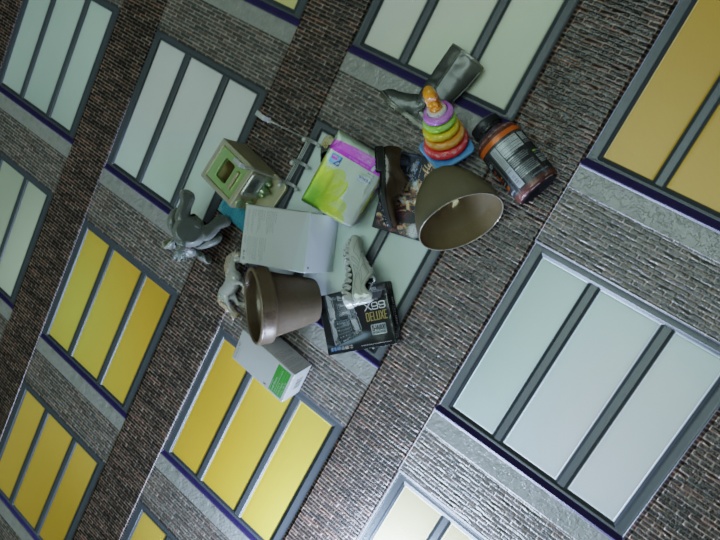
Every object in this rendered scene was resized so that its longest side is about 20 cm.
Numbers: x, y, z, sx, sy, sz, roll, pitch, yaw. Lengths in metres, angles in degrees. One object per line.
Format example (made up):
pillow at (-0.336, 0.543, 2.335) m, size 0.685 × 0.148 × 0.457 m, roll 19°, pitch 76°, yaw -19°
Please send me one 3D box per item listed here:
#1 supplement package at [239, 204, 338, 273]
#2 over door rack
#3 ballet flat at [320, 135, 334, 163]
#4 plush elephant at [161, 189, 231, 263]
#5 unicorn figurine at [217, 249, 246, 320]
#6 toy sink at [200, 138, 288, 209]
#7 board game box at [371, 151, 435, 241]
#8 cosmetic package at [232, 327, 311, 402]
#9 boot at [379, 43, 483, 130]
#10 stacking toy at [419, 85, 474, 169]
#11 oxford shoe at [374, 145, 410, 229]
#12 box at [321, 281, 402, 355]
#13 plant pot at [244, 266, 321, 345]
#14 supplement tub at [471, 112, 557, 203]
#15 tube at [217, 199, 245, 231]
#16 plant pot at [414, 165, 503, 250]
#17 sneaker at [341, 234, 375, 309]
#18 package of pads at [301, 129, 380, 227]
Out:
supplement package at (-0.185, -0.082, 1.467) m, size 0.199 × 0.150 × 0.153 m, roll 10°, pitch 95°, yaw 25°
over door rack at (-0.210, -0.299, 1.450) m, size 0.148 × 0.199 × 0.067 m, roll -59°, pitch 43°, yaw 14°
ballet flat at (-0.084, -0.254, 1.464) m, size 0.066 × 0.057 × 0.202 m, roll 0°, pitch 91°, yaw 42°
plush elephant at (-0.487, -0.100, 1.619) m, size 0.164 × 0.155 × 0.201 m, roll 28°, pitch 73°, yaw -13°
unicorn figurine at (-0.356, 0.039, 1.592) m, size 0.137 × 0.074 × 0.200 m, roll 45°, pitch 108°, yaw 17°
toy sink at (-0.323, -0.248, 1.549) m, size 0.200 × 0.112 × 0.131 m, roll 45°, pitch 109°, yaw 18°
board game box at (0.117, -0.187, 1.387) m, size 0.135 × 0.035 × 0.202 m, roll 18°, pitch 98°, yaw 24°
cosmetic package at (-0.244, 0.248, 1.533) m, size 0.199 × 0.085 × 0.108 m, roll 35°, pitch 117°, yaw 20°
boot at (0.166, -0.451, 1.338) m, size 0.181 × 0.073 × 0.201 m, roll 36°, pitch 112°, yaw 6°
stacking toy at (0.176, -0.336, 1.254) m, size 0.109 × 0.200 × 0.116 m, roll -31°, pitch 50°, yaw 1°
oxford shoe at (0.081, -0.198, 1.345) m, size 0.084 × 0.073 × 0.202 m, roll -4°, pitch 105°, yaw -4°
box at (-0.002, 0.124, 1.441) m, size 0.199 × 0.050 × 0.159 m, roll -13°, pitch 85°, yaw 25°
plant pot at (-0.196, 0.084, 1.448) m, size 0.200 × 0.173 × 0.202 m, roll 176°, pitch 90°, yaw -68°
supplement tub at (0.335, -0.254, 1.245) m, size 0.107 × 0.107 × 0.201 m, roll -41°, pitch 74°, yaw 20°
tube at (-0.337, -0.149, 1.597) m, size 0.200 × 0.050 × 0.078 m, roll 42°, pitch 111°, yaw 23°
plant pot at (0.206, -0.159, 1.274) m, size 0.200 × 0.200 × 0.135 m, roll -32°, pitch 58°, yaw 22°
sneaker at (0.000, 0.000, 1.403) m, size 0.080 × 0.075 × 0.201 m, roll -9°, pitch 60°, yaw 18°
package of pads at (-0.035, -0.226, 1.406) m, size 0.154 × 0.068 × 0.201 m, roll 30°, pitch 99°, yaw -5°
